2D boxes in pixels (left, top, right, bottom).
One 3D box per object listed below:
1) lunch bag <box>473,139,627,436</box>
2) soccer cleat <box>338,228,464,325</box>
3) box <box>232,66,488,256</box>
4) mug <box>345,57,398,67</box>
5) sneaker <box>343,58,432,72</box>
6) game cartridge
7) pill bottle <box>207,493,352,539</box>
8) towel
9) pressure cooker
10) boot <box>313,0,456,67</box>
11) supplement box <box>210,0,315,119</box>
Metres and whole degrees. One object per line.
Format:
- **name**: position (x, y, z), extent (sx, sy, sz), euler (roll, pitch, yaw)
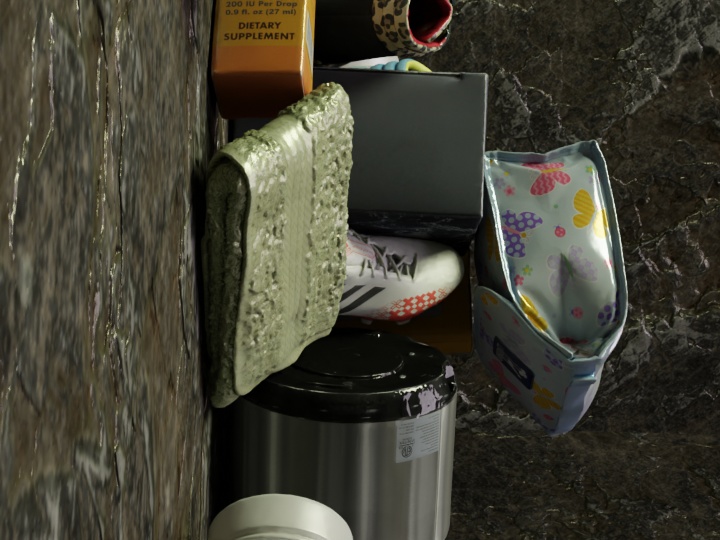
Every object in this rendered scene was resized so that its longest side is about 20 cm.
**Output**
- **lunch bag**: position (0.154, 0.020, 1.169), extent (0.170, 0.126, 0.202), euler (85, -3, -67)
- **soccer cleat**: position (-0.005, -0.002, 1.082), extent (0.085, 0.198, 0.069), euler (109, -32, -49)
- **box**: position (-0.001, -0.085, 1.146), extent (0.200, 0.195, 0.119), euler (86, 6, -82)
- **mug**: position (-0.041, -0.240, 1.542), extent (0.149, 0.185, 0.154), euler (-43, 135, -41)
- **sneaker**: position (0.034, -0.120, 1.314), extent (0.200, 0.129, 0.080), euler (63, 21, -55)
- **game cartridge**: position (0.000, 0.000, 1.261), extent (0.033, 0.198, 0.177), euler (85, 5, -51)
- **pill bottle**: position (-0.053, 0.241, 0.825), extent (0.201, 0.112, 0.114), euler (-89, 180, -47)
- **towel**: position (-0.052, -0.016, 0.943), extent (0.148, 0.036, 0.201), euler (-40, 143, -47)
- **pressure cooker**: position (-0.016, 0.159, 1.059), extent (0.179, 0.174, 0.202), euler (-98, -171, -75)
- **boot**: position (0.011, -0.196, 1.117), extent (0.203, 0.153, 0.074), euler (-12, 104, -62)
- **supplement box**: position (-0.064, -0.208, 0.975), extent (0.069, 0.066, 0.202), euler (83, 7, -66)
